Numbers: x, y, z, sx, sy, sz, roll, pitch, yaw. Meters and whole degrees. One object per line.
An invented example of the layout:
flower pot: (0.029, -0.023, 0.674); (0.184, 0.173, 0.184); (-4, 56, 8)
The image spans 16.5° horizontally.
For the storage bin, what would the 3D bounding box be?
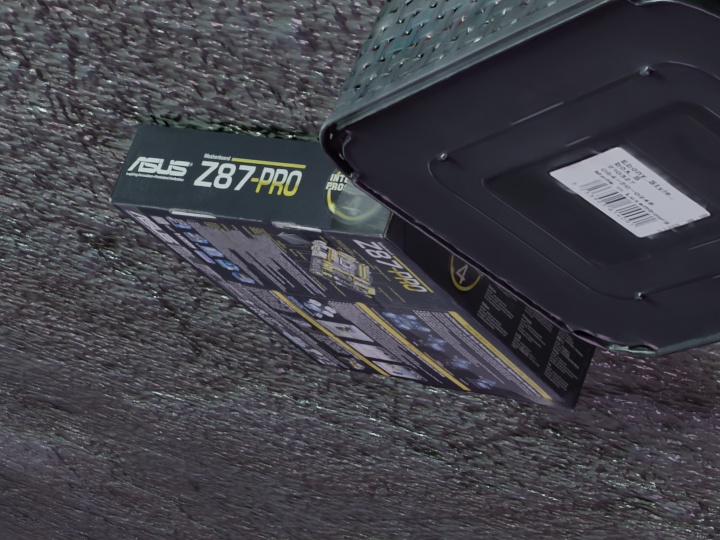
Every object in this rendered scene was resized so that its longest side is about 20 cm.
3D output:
storage bin: (0.096, -0.058, 0.716); (0.135, 0.094, 0.200); (34, 155, -20)

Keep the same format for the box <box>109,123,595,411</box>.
box: (0.000, 0.000, 1.184); (0.161, 0.049, 0.200); (10, 161, 36)
